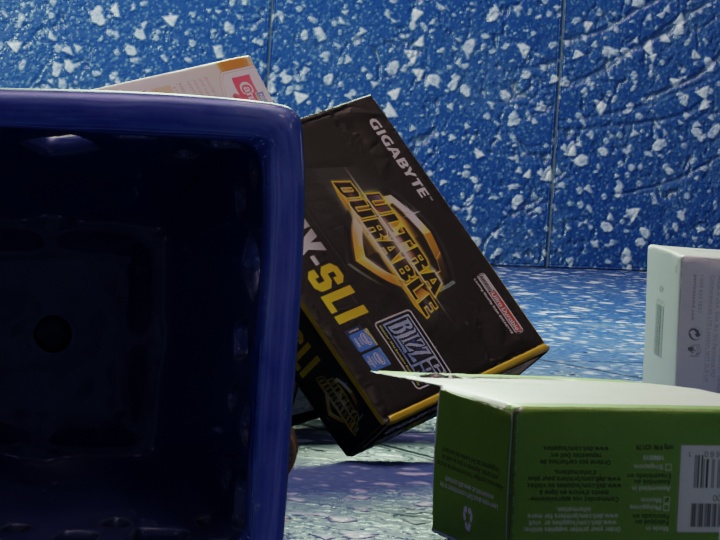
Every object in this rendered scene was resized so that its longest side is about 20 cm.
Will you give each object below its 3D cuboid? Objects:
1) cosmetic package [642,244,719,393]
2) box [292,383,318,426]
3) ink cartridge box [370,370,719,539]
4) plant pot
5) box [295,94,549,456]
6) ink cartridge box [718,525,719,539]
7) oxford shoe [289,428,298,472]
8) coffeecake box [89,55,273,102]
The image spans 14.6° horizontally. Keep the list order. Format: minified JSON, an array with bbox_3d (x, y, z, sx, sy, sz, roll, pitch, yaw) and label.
[{"bbox_3d":[0.310,0.050,1.986,0.200,0.123,0.199,2,3,0],"label":"cosmetic package"},{"bbox_3d":[-0.026,0.025,1.861,0.200,0.050,0.158,-15,40,-44],"label":"box"},{"bbox_3d":[0.103,0.093,1.366,0.148,0.076,0.200,2,2,-19],"label":"ink cartridge box"},{"bbox_3d":[-0.133,0.030,1.195,0.200,0.200,0.180,3,-3,-7],"label":"plant pot"},{"bbox_3d":[0.000,0.000,1.700,0.160,0.200,0.049,-22,-17,-44],"label":"box"},{"bbox_3d":[0.264,0.110,1.129,0.200,0.086,0.146,4,2,-23],"label":"ink cartridge box"},{"bbox_3d":[-0.128,0.094,1.347,0.200,0.071,0.071,3,31,-9],"label":"oxford shoe"},{"bbox_3d":[-0.124,-0.035,1.721,0.200,0.154,0.073,-17,-15,-43],"label":"coffeecake box"}]
